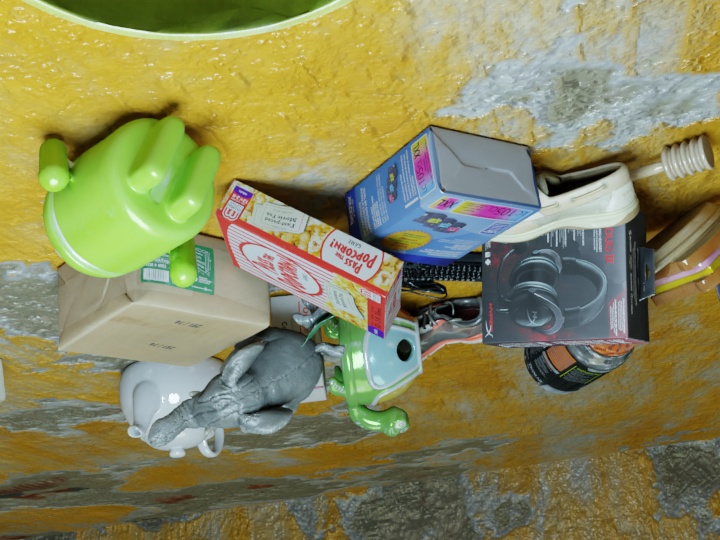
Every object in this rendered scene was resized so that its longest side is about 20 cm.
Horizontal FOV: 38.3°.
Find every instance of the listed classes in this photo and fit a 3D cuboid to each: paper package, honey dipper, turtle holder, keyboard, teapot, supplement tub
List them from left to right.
[{"bbox_3d":[-0.233,0.033,1.230,0.198,0.105,0.190,13,151,-42],"label":"paper package"},{"bbox_3d":[-0.295,0.229,1.678,0.197,0.148,0.197,1,159,-23],"label":"teapot"},{"bbox_3d":[0.022,0.130,1.449,0.130,0.188,0.141,-6,159,2],"label":"turtle holder"},{"bbox_3d":[0.100,0.010,1.367,0.197,0.040,0.104,3,157,-22],"label":"keyboard"},{"bbox_3d":[0.339,0.107,1.583,0.121,0.124,0.200,0,160,-16],"label":"supplement tub"},{"bbox_3d":[0.285,-0.101,1.137,0.198,0.039,0.038,-16,158,34],"label":"honey dipper"}]

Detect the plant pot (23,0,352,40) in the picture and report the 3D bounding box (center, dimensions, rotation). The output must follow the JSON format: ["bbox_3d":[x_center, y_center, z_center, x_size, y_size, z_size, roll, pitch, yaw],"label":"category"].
[{"bbox_3d":[-0.074,-0.234,0.425,0.197,0.196,0.201,-6,161,-2],"label":"plant pot"}]

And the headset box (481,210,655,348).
[{"bbox_3d":[0.241,0.010,1.187,0.198,0.151,0.077,-4,171,35],"label":"headset box"}]

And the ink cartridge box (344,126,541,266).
[{"bbox_3d":[0.075,-0.067,1.103,0.135,0.077,0.199,6,158,-32],"label":"ink cartridge box"}]

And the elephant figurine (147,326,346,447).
[{"bbox_3d":[-0.140,0.151,1.280,0.200,0.141,0.156,-34,151,-60],"label":"elephant figurine"}]

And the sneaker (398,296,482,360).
[{"bbox_3d":[0.102,0.076,1.521,0.198,0.078,0.082,-18,145,8],"label":"sneaker"}]

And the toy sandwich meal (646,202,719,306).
[{"bbox_3d":[0.379,-0.007,1.248,0.205,0.070,0.205,-40,176,-3],"label":"toy sandwich meal"}]

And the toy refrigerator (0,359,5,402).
[{"bbox_3d":[-0.621,0.189,1.585,0.075,0.071,0.199,3,160,-43],"label":"toy refrigerator"}]

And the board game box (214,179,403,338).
[{"bbox_3d":[-0.051,-0.009,1.116,0.198,0.047,0.152,26,162,10],"label":"board game box"}]

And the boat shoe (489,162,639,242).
[{"bbox_3d":[0.200,-0.079,1.131,0.198,0.072,0.066,-5,123,32],"label":"boat shoe"}]

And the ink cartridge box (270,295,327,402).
[{"bbox_3d":[-0.087,0.106,1.455,0.066,0.118,0.200,-5,159,-2],"label":"ink cartridge box"}]

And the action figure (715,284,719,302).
[{"bbox_3d":[0.569,-0.023,1.387,0.198,0.070,0.130,-16,153,17],"label":"action figure"}]

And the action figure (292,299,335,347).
[{"bbox_3d":[0.000,0.000,1.246,0.055,0.119,0.200,42,118,-13],"label":"action figure"}]

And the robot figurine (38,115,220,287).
[{"bbox_3d":[-0.213,-0.064,0.954,0.175,0.117,0.199,37,140,-30],"label":"robot figurine"}]
